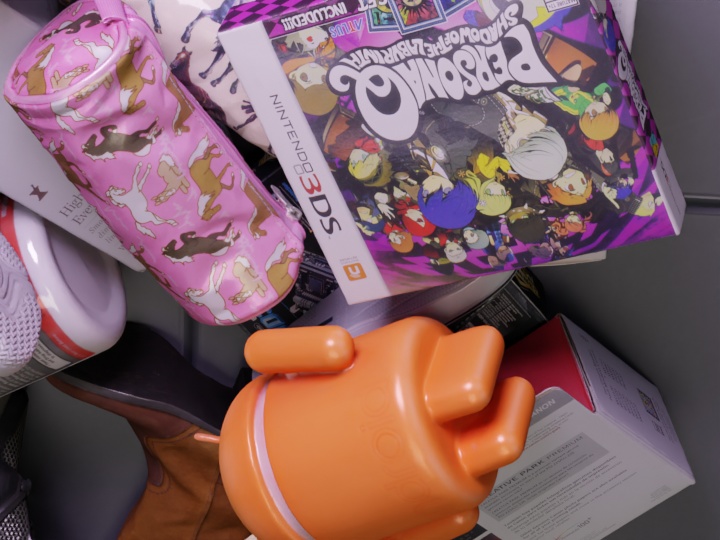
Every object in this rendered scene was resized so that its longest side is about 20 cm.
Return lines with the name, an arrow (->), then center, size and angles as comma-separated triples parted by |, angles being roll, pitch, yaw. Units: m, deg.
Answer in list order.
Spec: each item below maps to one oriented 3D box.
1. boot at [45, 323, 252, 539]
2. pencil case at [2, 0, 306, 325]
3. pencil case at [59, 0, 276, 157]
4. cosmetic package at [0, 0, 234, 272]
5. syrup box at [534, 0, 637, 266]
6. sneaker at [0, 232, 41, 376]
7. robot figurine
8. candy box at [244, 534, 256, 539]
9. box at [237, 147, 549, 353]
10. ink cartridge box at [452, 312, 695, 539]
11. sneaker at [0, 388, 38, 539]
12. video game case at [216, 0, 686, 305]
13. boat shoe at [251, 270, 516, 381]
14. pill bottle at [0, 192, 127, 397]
boot -> -0.145, 0.136, 1.291 | 0.186, 0.069, 0.201 | 12, 129, -16
pencil case -> -0.110, -0.058, 1.049 | 0.082, 0.087, 0.200 | 10, 148, 46
pencil case -> -0.075, -0.134, 1.072 | 0.199, 0.078, 0.090 | 36, 123, -4
cosmetic package -> -0.178, -0.093, 1.096 | 0.199, 0.074, 0.102 | 30, 111, -35
syrup box -> 0.100, -0.106, 1.041 | 0.080, 0.079, 0.202 | -1, 126, -5
sneaker -> -0.262, 0.003, 1.086 | 0.114, 0.201, 0.075 | -38, 148, 9
robot figurine -> 0.001, 0.096, 1.093 | 0.199, 0.118, 0.143 | -22, 153, 26
candy box -> -0.011, 0.272, 1.314 | 0.055, 0.115, 0.201 | -32, 130, -19
box -> 0.000, 0.000, 1.199 | 0.158, 0.046, 0.200 | -35, 116, 20
ink cartridge box -> 0.083, 0.125, 1.223 | 0.199, 0.084, 0.175 | -34, 138, 19
sneaker -> -0.227, 0.176, 1.243 | 0.113, 0.201, 0.076 | 14, 159, -8
video game case -> 0.049, -0.079, 0.991 | 0.198, 0.036, 0.182 | -12, 121, 24
boat shoe -> 0.025, 0.035, 1.161 | 0.199, 0.073, 0.071 | -30, 126, 29
pill bottle -> -0.256, 0.030, 1.178 | 0.198, 0.116, 0.116 | -24, 119, 14
